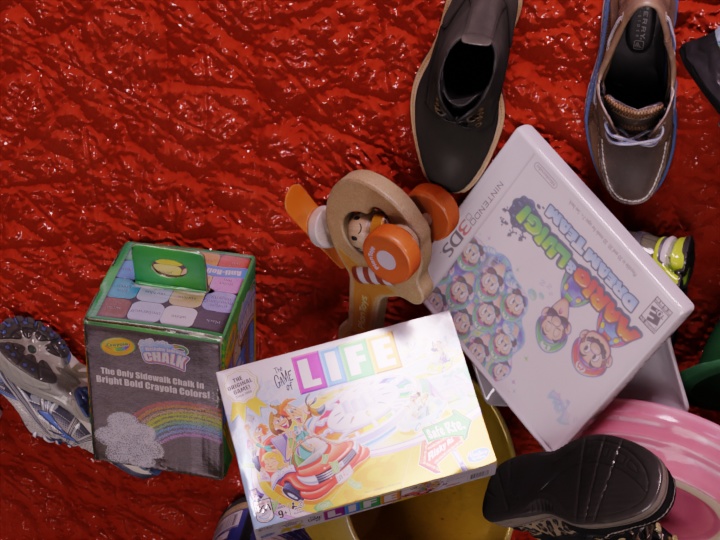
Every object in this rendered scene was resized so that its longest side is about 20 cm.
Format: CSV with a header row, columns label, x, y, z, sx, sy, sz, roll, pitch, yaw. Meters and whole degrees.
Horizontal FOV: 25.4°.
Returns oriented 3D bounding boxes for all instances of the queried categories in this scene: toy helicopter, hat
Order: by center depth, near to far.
label,x,y,z,sx,sy,sz,roll,pitch,yaw
hat,0.334,0.007,1.300,0.164,0.178,0.200,3,161,-11
toy helicopter,0.000,0.000,1.318,0.131,0.079,0.201,27,138,20

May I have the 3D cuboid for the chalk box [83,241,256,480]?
label,x,y,z,sx,sy,sz,roll,pitch,yaw
chalk box,-0.160,0.057,1.370,0.123,0.124,0.202,8,124,7

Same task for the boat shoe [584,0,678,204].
label,x,y,z,sx,sy,sz,roll,pitch,yaw
boat shoe,0.202,-0.129,1.201,0.071,0.073,0.202,0,124,11

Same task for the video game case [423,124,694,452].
label,x,y,z,sx,sy,sz,roll,pitch,yaw
video game case,0.145,0.018,1.277,0.200,0.024,0.183,50,126,20

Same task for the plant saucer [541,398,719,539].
label,x,y,z,sx,sy,sz,roll,pitch,yaw
plant saucer,0.244,0.177,1.332,0.198,0.051,0.201,17,153,9

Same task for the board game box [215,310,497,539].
label,x,y,z,sx,sy,sz,roll,pitch,yaw
board game box,-0.005,0.122,1.279,0.198,0.136,0.034,-15,156,-5

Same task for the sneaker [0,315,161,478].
label,x,y,z,sx,sy,sz,roll,pitch,yaw
sneaker,-0.265,0.126,1.477,0.200,0.077,0.085,40,132,-7

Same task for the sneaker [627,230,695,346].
label,x,y,z,sx,sy,sz,roll,pitch,yaw
sneaker,0.220,0.045,1.328,0.080,0.074,0.202,21,126,18

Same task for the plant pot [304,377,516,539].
label,x,y,z,sx,sy,sz,roll,pitch,yaw
plant pot,0.019,0.187,1.398,0.200,0.201,0.141,47,145,-20

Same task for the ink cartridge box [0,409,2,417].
label,x,y,z,sx,sy,sz,roll,pitch,yaw
ink cartridge box,-0.470,0.118,1.494,0.198,0.084,0.177,-17,119,21

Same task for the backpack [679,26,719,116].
label,x,y,z,sx,sy,sz,roll,pitch,yaw
backpack,0.355,-0.149,1.130,0.199,0.154,0.163,-38,107,10

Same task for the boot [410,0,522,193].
label,x,y,z,sx,sy,sz,roll,pitch,yaw
boot,0.070,-0.121,1.193,0.077,0.139,0.202,9,125,5

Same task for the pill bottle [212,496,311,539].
label,x,y,z,sx,sy,sz,roll,pitch,yaw
pill bottle,-0.100,0.311,1.479,0.110,0.201,0.113,5,125,7

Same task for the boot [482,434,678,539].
label,x,y,z,sx,sy,sz,roll,pitch,yaw
boot,0.210,0.197,1.264,0.153,0.074,0.203,31,155,-25

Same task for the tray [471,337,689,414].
label,x,y,z,sx,sy,sz,roll,pitch,yaw
tray,0.174,0.064,1.314,0.198,0.022,0.108,-1,117,40
